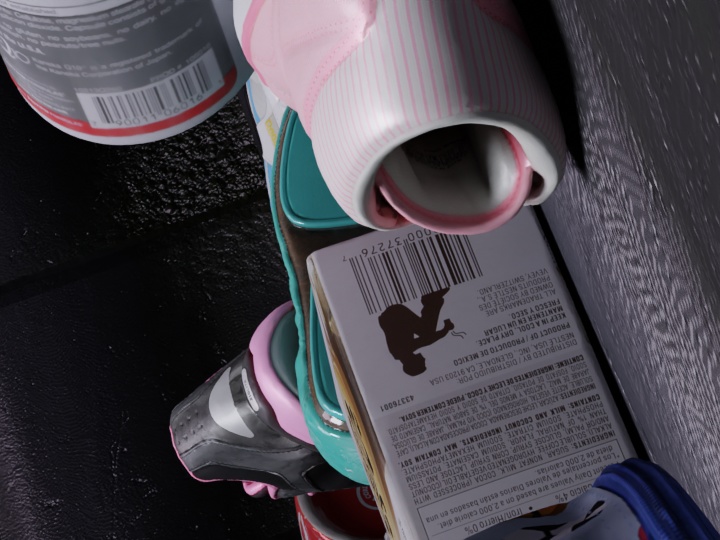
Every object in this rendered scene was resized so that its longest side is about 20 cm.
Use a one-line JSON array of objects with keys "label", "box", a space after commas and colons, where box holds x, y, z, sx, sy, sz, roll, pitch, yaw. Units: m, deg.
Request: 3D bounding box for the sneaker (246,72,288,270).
[{"label": "sneaker", "box": [-0.015, -0.061, 1.177, 0.200, 0.076, 0.081, -116, 9, -51]}]

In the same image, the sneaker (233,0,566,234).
[{"label": "sneaker", "box": [0.010, -0.051, 0.755, 0.200, 0.075, 0.105, 106, 150, -78]}]

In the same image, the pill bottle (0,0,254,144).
[{"label": "pill bottle", "box": [-0.108, -0.148, 0.990, 0.200, 0.114, 0.114, 71, 177, -57]}]

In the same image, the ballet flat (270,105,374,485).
[{"label": "ballet flat", "box": [0.000, 0.000, 1.011, 0.071, 0.067, 0.201, 83, -176, -52]}]

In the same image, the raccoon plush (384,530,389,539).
[{"label": "raccoon plush", "box": [0.025, 0.172, 1.086, 0.097, 0.200, 0.134, 41, 171, 10]}]

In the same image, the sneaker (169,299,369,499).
[{"label": "sneaker", "box": [-0.006, 0.065, 1.096, 0.200, 0.095, 0.079, 15, -134, -53]}]

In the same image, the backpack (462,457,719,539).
[{"label": "backpack", "box": [0.055, 0.126, 0.401, 0.191, 0.154, 0.200, 61, 168, 17]}]

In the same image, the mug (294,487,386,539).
[{"label": "mug", "box": [0.029, 0.163, 1.346, 0.178, 0.133, 0.200, -116, 10, -50]}]

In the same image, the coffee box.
[{"label": "coffee box", "box": [0.054, 0.090, 0.838, 0.113, 0.080, 0.200, 79, 171, -63]}]
